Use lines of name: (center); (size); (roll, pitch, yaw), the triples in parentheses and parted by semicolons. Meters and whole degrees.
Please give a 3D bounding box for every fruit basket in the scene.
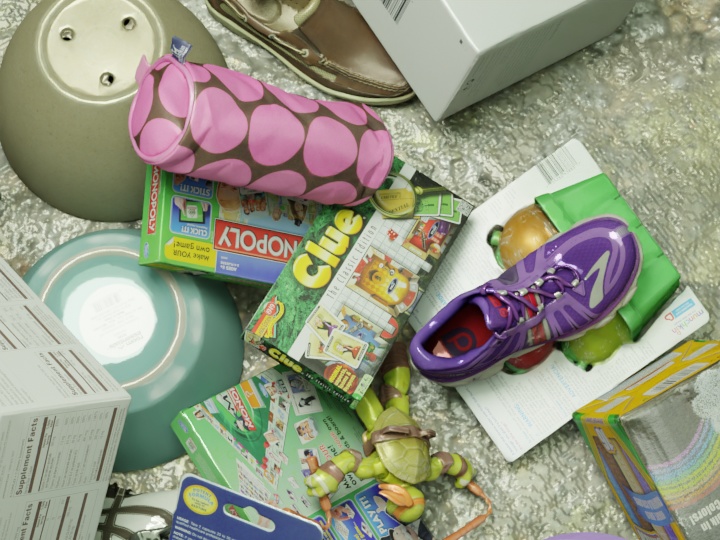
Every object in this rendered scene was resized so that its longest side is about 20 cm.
fruit basket: (0.148, 0.023, 1.635); (0.200, 0.094, 0.185); (-37, 78, 5)

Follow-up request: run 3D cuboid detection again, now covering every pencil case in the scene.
pencil case: (-0.074, -0.107, 1.522); (0.091, 0.200, 0.094); (-60, 41, 19)

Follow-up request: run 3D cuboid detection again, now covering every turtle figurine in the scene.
turtle figurine: (0.015, 0.129, 1.567); (0.199, 0.064, 0.162); (2, 59, -34)

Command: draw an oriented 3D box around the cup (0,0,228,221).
cup: (-0.202, -0.154, 1.629); (0.199, 0.143, 0.201); (0, 75, -1)

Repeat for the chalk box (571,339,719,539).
chalk box: (0.274, 0.168, 1.558); (0.124, 0.124, 0.200); (-29, 95, -11)

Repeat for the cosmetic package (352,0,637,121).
cosmetic package: (0.100, -0.263, 1.658); (0.200, 0.123, 0.200); (-28, 77, -24)

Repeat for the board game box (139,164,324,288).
board game box: (-0.079, -0.056, 1.593); (0.200, 0.029, 0.135); (11, 77, -39)

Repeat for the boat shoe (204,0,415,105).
boat shoe: (-0.040, -0.200, 1.681); (0.202, 0.075, 0.075); (24, 75, 4)

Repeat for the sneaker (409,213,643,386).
sneaker: (0.126, 0.028, 1.550); (0.200, 0.083, 0.081); (-34, 79, 8)

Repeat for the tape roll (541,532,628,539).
tape roll: (0.165, 0.298, 1.520); (0.199, 0.066, 0.201); (0, 88, 18)

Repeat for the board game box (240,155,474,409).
board game box: (0.000, 0.000, 1.580); (0.105, 0.023, 0.200); (30, 62, 1)

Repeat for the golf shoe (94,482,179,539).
golf shoe: (-0.199, 0.186, 1.571); (0.199, 0.078, 0.095); (-18, 76, -8)

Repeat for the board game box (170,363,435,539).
board game box: (-0.040, 0.171, 1.576); (0.134, 0.029, 0.200); (-25, 75, -35)

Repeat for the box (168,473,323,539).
box: (-0.096, 0.256, 1.516); (0.121, 0.032, 0.201); (20, 109, 17)

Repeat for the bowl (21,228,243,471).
bowl: (-0.193, 0.050, 1.594); (0.200, 0.105, 0.202); (0, 74, -1)

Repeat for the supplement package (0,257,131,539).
supplement package: (-0.279, 0.109, 1.495); (0.111, 0.156, 0.200); (-5, 33, -39)
